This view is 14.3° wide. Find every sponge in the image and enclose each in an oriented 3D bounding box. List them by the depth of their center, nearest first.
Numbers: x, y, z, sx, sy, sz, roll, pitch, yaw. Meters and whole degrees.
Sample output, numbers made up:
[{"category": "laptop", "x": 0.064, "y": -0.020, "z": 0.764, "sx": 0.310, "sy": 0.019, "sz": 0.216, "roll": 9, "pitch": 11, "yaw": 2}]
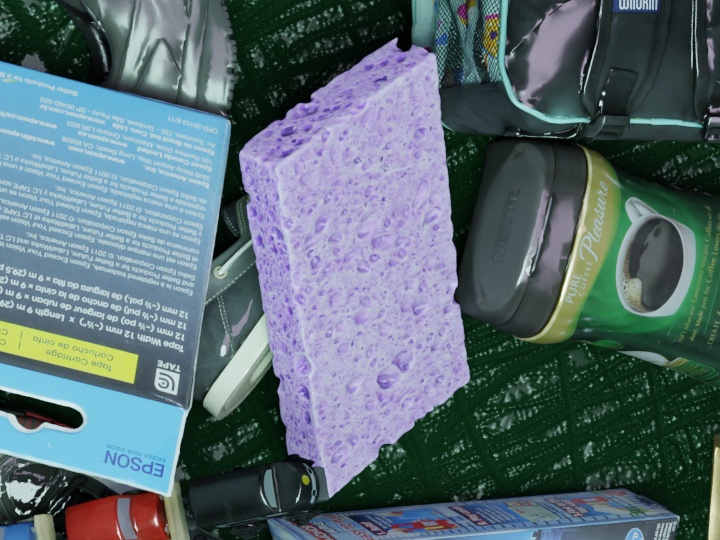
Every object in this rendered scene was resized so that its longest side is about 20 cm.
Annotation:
[{"category": "sponge", "x": 0.000, "y": 0.000, "z": 1.385, "sx": 0.112, "sy": 0.030, "sz": 0.200, "roll": -37, "pitch": 135, "yaw": -34}]

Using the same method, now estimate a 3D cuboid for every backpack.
[{"category": "backpack", "x": 0.113, "y": -0.164, "z": 1.399, "sx": 0.175, "sy": 0.153, "sz": 0.201, "roll": 0, "pitch": 95, "yaw": -26}]

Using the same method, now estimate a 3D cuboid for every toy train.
[{"category": "toy train", "x": -0.110, "y": 0.118, "z": 1.309, "sx": 0.200, "sy": 0.046, "sz": 0.034, "roll": -15, "pitch": 78, "yaw": 20}]

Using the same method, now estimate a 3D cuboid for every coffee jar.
[{"category": "coffee jar", "x": 0.149, "y": 0.000, "z": 1.471, "sx": 0.200, "sy": 0.085, "sz": 0.105, "roll": 15, "pitch": 87, "yaw": -18}]

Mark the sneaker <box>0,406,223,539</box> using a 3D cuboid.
[{"category": "sneaker", "x": -0.113, "y": 0.135, "z": 1.380, "sx": 0.200, "sy": 0.098, "sz": 0.071, "roll": 40, "pitch": 80, "yaw": -13}]

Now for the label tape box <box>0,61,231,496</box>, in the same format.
[{"category": "label tape box", "x": -0.146, "y": 0.009, "z": 1.325, "sx": 0.143, "sy": 0.066, "sz": 0.200, "roll": 14, "pitch": 60, "yaw": -12}]

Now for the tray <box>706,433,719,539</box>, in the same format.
[{"category": "tray", "x": 0.198, "y": 0.187, "z": 1.478, "sx": 0.037, "sy": 0.099, "sz": 0.201, "roll": 5, "pitch": 89, "yaw": 1}]

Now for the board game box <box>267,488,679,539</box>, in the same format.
[{"category": "board game box", "x": 0.039, "y": 0.196, "z": 1.438, "sx": 0.199, "sy": 0.062, "sz": 0.201, "roll": 13, "pitch": 94, "yaw": -24}]

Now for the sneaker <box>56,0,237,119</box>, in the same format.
[{"category": "sneaker", "x": -0.103, "y": -0.157, "z": 1.398, "sx": 0.091, "sy": 0.076, "sz": 0.201, "roll": 4, "pitch": 87, "yaw": -13}]

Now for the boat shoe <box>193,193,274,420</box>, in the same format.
[{"category": "boat shoe", "x": -0.036, "y": -0.023, "z": 1.422, "sx": 0.068, "sy": 0.072, "sz": 0.200, "roll": 34, "pitch": 73, "yaw": 11}]
